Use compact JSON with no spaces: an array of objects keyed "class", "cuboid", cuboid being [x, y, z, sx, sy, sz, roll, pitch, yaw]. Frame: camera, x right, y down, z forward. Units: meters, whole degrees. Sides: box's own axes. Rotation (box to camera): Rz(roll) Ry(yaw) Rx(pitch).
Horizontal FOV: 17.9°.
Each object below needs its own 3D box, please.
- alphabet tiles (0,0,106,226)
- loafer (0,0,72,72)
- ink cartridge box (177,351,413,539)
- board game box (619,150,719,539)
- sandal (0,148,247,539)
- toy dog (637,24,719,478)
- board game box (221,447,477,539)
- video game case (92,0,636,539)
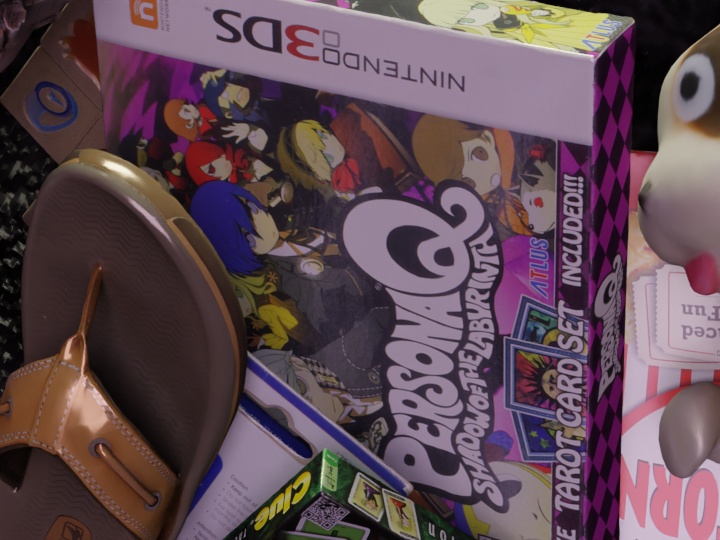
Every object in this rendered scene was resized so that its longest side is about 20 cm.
[{"class":"alphabet tiles","cuboid":[-0.037,-0.037,0.773,0.166,0.006,0.200,47,131,2]},{"class":"loafer","cuboid":[-0.129,-0.087,0.754,0.072,0.200,0.063,-14,100,-21]},{"class":"ink cartridge box","cuboid":[-0.061,0.098,0.779,0.099,0.039,0.200,40,125,4]},{"class":"board game box","cuboid":[0.127,0.061,0.795,0.151,0.046,0.201,4,93,6]},{"class":"sandal","cuboid":[-0.089,0.058,0.717,0.080,0.054,0.201,27,122,14]},{"class":"toy dog","cuboid":[0.174,0.000,0.698,0.200,0.140,0.194,42,82,2]},{"class":"board game box","cuboid":[0.034,0.138,0.747,0.199,0.024,0.105,32,127,-22]},{"class":"video game case","cuboid":[0.000,0.000,0.742,0.180,0.036,0.201,15,123,27]}]
